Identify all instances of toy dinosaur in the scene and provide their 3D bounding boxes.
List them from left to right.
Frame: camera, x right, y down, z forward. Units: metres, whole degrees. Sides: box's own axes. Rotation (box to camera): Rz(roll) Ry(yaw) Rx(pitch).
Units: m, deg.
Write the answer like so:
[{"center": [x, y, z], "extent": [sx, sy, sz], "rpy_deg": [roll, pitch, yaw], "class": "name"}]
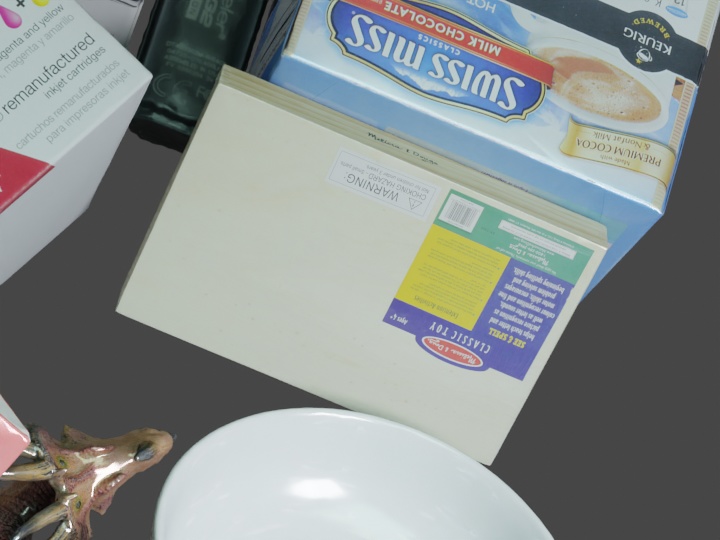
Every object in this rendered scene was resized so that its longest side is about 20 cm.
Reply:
[{"center": [-0.169, 0.136, 1.206], "extent": [0.086, 0.135, 0.200], "rpy_deg": [40, 56, -29], "class": "toy dinosaur"}]

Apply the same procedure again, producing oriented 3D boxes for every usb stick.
[{"center": [-0.070, -0.150, 1.438], "extent": [0.055, 0.033, 0.200], "rpy_deg": [22, 62, -11], "class": "usb stick"}]

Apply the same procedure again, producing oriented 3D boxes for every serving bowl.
[{"center": [-0.004, 0.154, 1.287], "extent": [0.200, 0.066, 0.200], "rpy_deg": [13, 39, -11], "class": "serving bowl"}]

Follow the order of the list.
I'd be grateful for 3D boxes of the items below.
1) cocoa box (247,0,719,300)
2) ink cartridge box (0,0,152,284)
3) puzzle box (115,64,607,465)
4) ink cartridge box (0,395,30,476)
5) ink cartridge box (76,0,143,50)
[{"center": [0.052, -0.090, 1.394], "extent": [0.200, 0.133, 0.131], "rpy_deg": [22, 62, -8], "class": "cocoa box"}, {"center": [-0.225, -0.085, 1.294], "extent": [0.200, 0.145, 0.145], "rpy_deg": [43, 61, 5], "class": "ink cartridge box"}, {"center": [0.000, 0.000, 1.346], "extent": [0.200, 0.133, 0.025], "rpy_deg": [23, 26, -8], "class": "puzzle box"}, {"center": [-0.238, 0.105, 1.174], "extent": [0.200, 0.116, 0.067], "rpy_deg": [-49, 120, -1], "class": "ink cartridge box"}, {"center": [-0.128, -0.204, 1.349], "extent": [0.084, 0.200, 0.145], "rpy_deg": [11, 64, -10], "class": "ink cartridge box"}]
